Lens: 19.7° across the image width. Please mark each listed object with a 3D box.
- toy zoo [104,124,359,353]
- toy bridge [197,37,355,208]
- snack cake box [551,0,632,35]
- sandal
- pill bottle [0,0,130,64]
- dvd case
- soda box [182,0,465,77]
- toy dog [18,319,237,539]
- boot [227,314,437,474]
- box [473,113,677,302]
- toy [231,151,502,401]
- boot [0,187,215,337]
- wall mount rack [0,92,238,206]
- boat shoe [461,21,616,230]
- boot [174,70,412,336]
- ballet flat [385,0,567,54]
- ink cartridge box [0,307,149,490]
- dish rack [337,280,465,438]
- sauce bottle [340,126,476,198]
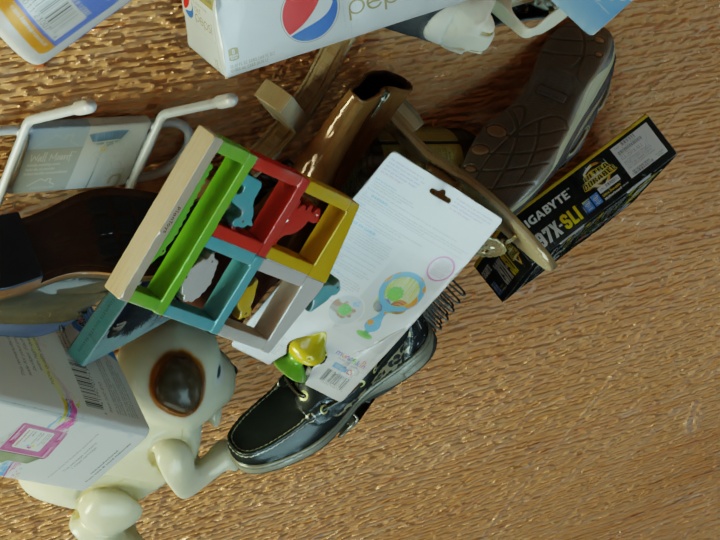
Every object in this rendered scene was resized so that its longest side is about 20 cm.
[{"bbox_3d":[-0.079,-0.015,1.475,0.200,0.020,0.132,22,101,-51],"label":"toy zoo"},{"bbox_3d":[-0.057,-0.120,1.541,0.200,0.027,0.067,-54,165,-3],"label":"toy bridge"},{"bbox_3d":[0.122,-0.261,1.476,0.067,0.115,0.200,-40,149,14],"label":"snack cake box"},{"bbox_3d":[0.056,-0.056,1.625,0.070,0.212,0.078,-43,178,-5],"label":"sandal"},{"bbox_3d":[-0.153,-0.227,1.277,0.200,0.112,0.112,-35,150,4],"label":"pill bottle"},{"bbox_3d":[-0.135,-0.009,1.620,0.146,0.022,0.200,-53,170,30],"label":"dvd case"},{"bbox_3d":[-0.024,-0.202,1.458,0.199,0.068,0.064,-21,124,-20],"label":"soda box"},{"bbox_3d":[-0.189,0.116,1.742,0.194,0.140,0.200,33,115,-24],"label":"toy dog"},{"bbox_3d":[-0.041,0.061,1.687,0.203,0.073,0.154,-35,138,-12],"label":"boot"},{"bbox_3d":[0.183,-0.051,1.812,0.160,0.049,0.200,-39,175,-8],"label":"box"},{"bbox_3d":[0.000,0.000,1.594,0.115,0.047,0.200,29,108,-31],"label":"toy"},{"bbox_3d":[-0.203,-0.004,1.474,0.199,0.075,0.097,-7,158,-27],"label":"boot"},{"bbox_3d":[-0.183,-0.083,1.491,0.199,0.075,0.174,-7,142,-37],"label":"wall mount rack"},{"bbox_3d":[0.154,-0.109,1.710,0.200,0.074,0.073,-54,148,-9],"label":"boat shoe"},{"bbox_3d":[-0.047,-0.052,1.543,0.200,0.068,0.188,-51,167,28],"label":"boot"},{"bbox_3d":[0.101,-0.204,1.583,0.199,0.073,0.073,-16,146,-26],"label":"ballet flat"},{"bbox_3d":[-0.273,0.075,1.566,0.085,0.145,0.200,-40,149,18],"label":"ink cartridge box"},{"bbox_3d":[0.042,0.047,1.846,0.200,0.055,0.153,-46,-178,20],"label":"dish rack"},{"bbox_3d":[0.060,-0.087,1.719,0.199,0.065,0.065,-1,138,-40],"label":"sauce bottle"}]
